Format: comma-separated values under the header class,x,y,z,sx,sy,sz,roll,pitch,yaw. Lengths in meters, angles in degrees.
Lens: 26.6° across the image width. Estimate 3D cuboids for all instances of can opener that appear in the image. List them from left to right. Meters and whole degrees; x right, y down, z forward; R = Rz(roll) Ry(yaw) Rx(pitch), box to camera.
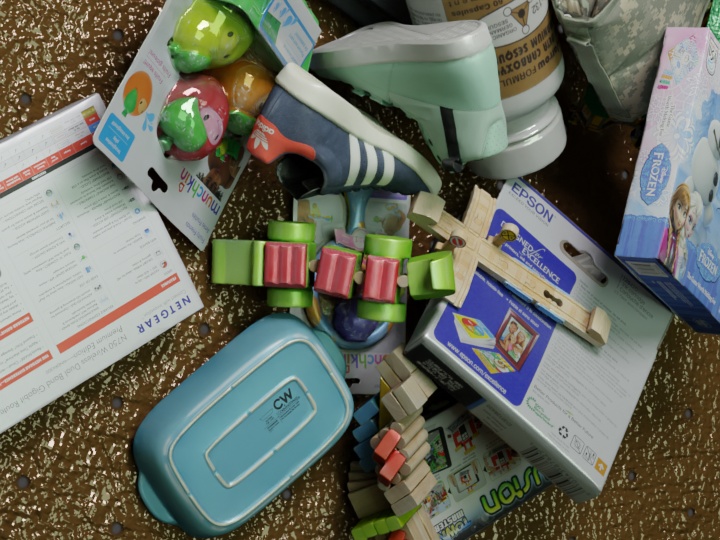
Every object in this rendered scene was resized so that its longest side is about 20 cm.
class,x,y,z,sx,sy,sz,roll,pitch,yaw
can opener,-0.007,-0.238,1.257,0.199,0.063,0.080,30,71,-26

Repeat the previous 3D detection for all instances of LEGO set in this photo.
class,x,y,z,sx,sy,sz,roll,pitch,yaw
LEGO set,0.272,-0.187,1.421,0.151,0.116,0.203,9,76,-1

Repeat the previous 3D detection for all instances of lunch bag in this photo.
class,x,y,z,sx,sy,sz,roll,pitch,yaw
lunch bag,0.225,-0.246,1.278,0.202,0.116,0.164,-65,149,-14

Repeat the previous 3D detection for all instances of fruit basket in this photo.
class,x,y,z,sx,sy,sz,roll,pitch,yaw
fruit basket,-0.107,-0.138,1.139,0.202,0.093,0.185,-69,153,-17

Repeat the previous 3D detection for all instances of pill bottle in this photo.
class,x,y,z,sx,sy,sz,roll,pitch,yaw
pill bottle,0.106,-0.183,1.248,0.114,0.114,0.202,-38,127,-28

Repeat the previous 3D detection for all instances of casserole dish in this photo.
class,x,y,z,sx,sy,sz,roll,pitch,yaw
casserole dish,-0.083,0.122,1.180,0.199,0.039,0.122,-40,111,-20

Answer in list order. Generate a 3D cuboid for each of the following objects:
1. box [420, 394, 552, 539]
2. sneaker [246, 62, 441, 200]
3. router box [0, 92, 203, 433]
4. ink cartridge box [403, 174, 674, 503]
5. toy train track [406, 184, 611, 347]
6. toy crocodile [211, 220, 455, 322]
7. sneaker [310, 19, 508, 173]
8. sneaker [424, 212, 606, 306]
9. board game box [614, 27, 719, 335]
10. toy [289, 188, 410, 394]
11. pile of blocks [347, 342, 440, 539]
class,x,y,z,sx,sy,sz,roll,pitch,yaw
box,0.104,0.157,1.311,0.198,0.035,0.111,-25,99,-31
sneaker,-0.016,-0.085,1.190,0.199,0.075,0.085,29,98,-46
router box,-0.238,-0.004,1.103,0.199,0.049,0.181,-32,103,-30
ink cartridge box,0.151,0.052,1.256,0.197,0.047,0.201,40,50,-11
toy train track,0.127,-0.003,1.218,0.199,0.032,0.116,34,53,-16
toy crocodile,-0.022,0.000,1.179,0.197,0.062,0.069,8,93,10
sneaker,0.034,-0.132,1.206,0.073,0.199,0.120,-30,115,-32
sneaker,0.138,-0.006,1.321,0.199,0.075,0.117,-24,100,-28
board game box,0.289,-0.071,1.290,0.200,0.043,0.202,33,67,-53
toy,0.000,0.000,1.251,0.114,0.047,0.203,3,84,-30
pile of blocks,0.018,0.162,1.211,0.062,0.081,0.203,-34,124,-62
